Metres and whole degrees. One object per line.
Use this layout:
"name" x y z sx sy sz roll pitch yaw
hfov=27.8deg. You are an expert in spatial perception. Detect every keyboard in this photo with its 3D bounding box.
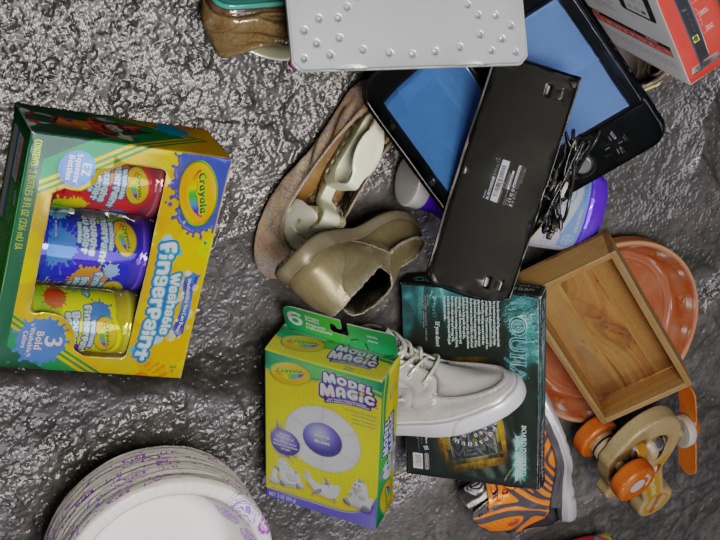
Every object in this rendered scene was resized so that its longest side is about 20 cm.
"keyboard" 0.131 -0.070 1.208 0.103 0.040 0.202 19 98 11

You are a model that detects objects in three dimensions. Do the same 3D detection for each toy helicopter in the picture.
"toy helicopter" 0.303 0.197 1.513 0.132 0.079 0.200 -35 146 -8

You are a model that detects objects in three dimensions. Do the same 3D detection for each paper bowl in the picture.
"paper bowl" -0.186 0.249 1.303 0.199 0.104 0.202 -10 117 -20

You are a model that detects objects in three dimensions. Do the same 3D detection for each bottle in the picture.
"bottle" 0.127 -0.069 1.316 0.198 0.065 0.084 8 105 -27

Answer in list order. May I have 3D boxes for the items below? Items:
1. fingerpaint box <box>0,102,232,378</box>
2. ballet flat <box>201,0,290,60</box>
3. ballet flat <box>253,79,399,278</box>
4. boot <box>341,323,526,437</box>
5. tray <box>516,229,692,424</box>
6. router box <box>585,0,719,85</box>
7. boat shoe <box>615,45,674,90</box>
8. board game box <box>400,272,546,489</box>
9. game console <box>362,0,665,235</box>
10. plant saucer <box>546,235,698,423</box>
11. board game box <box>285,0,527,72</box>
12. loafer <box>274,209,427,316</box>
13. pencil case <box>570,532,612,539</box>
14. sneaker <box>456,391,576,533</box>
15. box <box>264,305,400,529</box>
"fingerpaint box" -0.210 -0.019 1.179 0.166 0.073 0.202 6 111 -27
"ballet flat" -0.034 -0.207 1.182 0.198 0.068 0.073 -13 139 -19
"ballet flat" -0.027 -0.071 1.242 0.068 0.067 0.201 22 103 -31
"boot" 0.043 0.095 1.308 0.198 0.074 0.096 -11 122 22
"tray" 0.233 0.057 1.384 0.098 0.037 0.200 -26 128 14
"router box" 0.204 -0.262 1.177 0.049 0.200 0.180 -34 123 -5
"boat shoe" 0.257 -0.196 1.318 0.198 0.060 0.072 -12 118 -19
"board game box" 0.107 0.105 1.356 0.134 0.028 0.202 6 113 18
"game console" 0.132 -0.133 1.215 0.172 0.119 0.200 -30 106 28
"plant saucer" 0.246 0.058 1.453 0.199 0.032 0.202 -11 119 -21
"board game box" 0.029 -0.258 1.147 0.198 0.026 0.202 -5 88 -19
"loafer" 0.000 0.000 1.240 0.076 0.068 0.199 -40 168 32
"pencil case" 0.191 0.340 1.535 0.198 0.088 0.089 -8 117 -19
"sneaker" 0.148 0.195 1.430 0.111 0.078 0.201 -17 128 -3
"box" -0.026 0.130 1.300 0.116 0.048 0.201 14 124 18
